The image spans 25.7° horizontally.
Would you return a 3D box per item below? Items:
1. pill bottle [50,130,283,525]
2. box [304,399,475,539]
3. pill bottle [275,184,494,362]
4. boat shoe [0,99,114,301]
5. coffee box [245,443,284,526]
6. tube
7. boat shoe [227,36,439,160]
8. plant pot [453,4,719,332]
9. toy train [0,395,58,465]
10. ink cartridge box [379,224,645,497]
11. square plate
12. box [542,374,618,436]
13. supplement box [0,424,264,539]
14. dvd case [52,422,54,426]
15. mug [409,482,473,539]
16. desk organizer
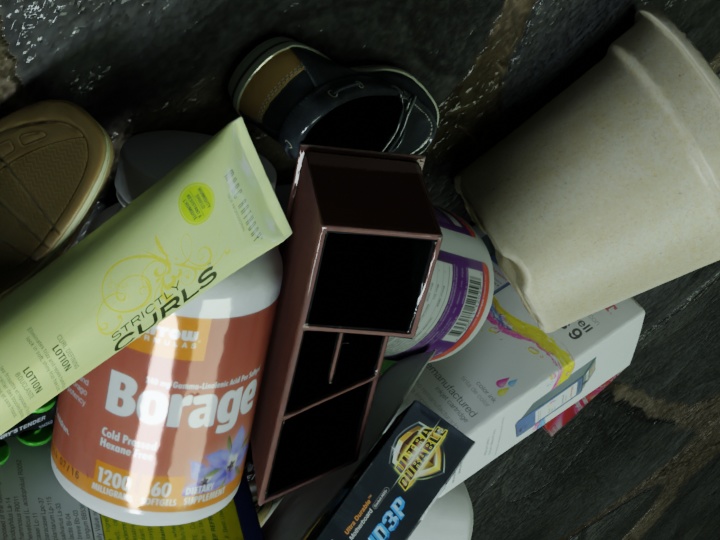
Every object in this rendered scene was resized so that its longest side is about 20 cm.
[{"bbox_3d":[-0.105,0.031,0.873,0.112,0.112,0.201,-15,126,-46],"label":"pill bottle"},{"bbox_3d":[0.000,0.162,0.986,0.159,0.046,0.200,-53,177,-7],"label":"box"},{"bbox_3d":[0.000,0.000,1.022,0.111,0.111,0.200,-48,155,14],"label":"pill bottle"},{"bbox_3d":[-0.190,-0.004,0.791,0.200,0.074,0.066,-46,169,13],"label":"boat shoe"},{"bbox_3d":[-0.117,0.159,1.148,0.113,0.080,0.200,-15,144,-46],"label":"coffee box"},{"bbox_3d":[-0.121,0.009,0.761,0.200,0.052,0.058,-37,171,-20],"label":"tube"},{"bbox_3d":[-0.003,-0.086,0.934,0.075,0.062,0.200,-50,156,14],"label":"boat shoe"},{"bbox_3d":[0.176,-0.056,1.131,0.183,0.201,0.200,-31,156,3],"label":"plant pot"},{"bbox_3d":[-0.256,0.100,0.868,0.200,0.056,0.042,-24,143,-36],"label":"toy train"},{"bbox_3d":[0.096,0.054,1.215,0.200,0.145,0.088,-31,153,-22],"label":"ink cartridge box"},{"bbox_3d":[-0.037,0.156,1.057,0.200,0.028,0.198,-52,176,-35],"label":"square plate"},{"bbox_3d":[0.159,0.062,1.386,0.100,0.096,0.200,-42,156,-1],"label":"box"},{"bbox_3d":[-0.171,0.167,0.947,0.199,0.109,0.110,2,131,-22],"label":"supplement box"},{"bbox_3d":[-0.171,0.144,1.019,0.142,0.018,0.200,-2,134,-16],"label":"dvd case"},{"bbox_3d":[-0.001,0.190,1.286,0.153,0.186,0.150,13,104,-41],"label":"mug"},{"bbox_3d":[-0.013,0.036,0.885,0.071,0.077,0.200,5,124,-13],"label":"desk organizer"}]
